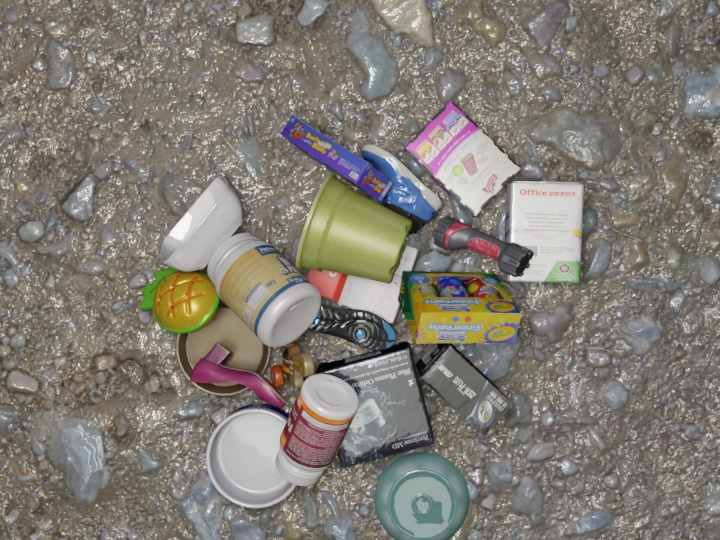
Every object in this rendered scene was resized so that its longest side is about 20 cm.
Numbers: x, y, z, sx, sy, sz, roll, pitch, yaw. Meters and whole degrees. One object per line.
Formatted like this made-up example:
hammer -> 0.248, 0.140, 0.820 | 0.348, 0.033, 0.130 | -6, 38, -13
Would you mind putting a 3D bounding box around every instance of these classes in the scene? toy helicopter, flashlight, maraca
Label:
toy helicopter -> -0.124, 0.169, 1.692 | 0.078, 0.200, 0.133 | -5, 91, -18
flashlight -> 0.237, -0.044, 1.699 | 0.200, 0.068, 0.068 | 30, 120, 34
maraca -> -0.364, 0.055, 1.723 | 0.199, 0.107, 0.137 | 24, 67, 36

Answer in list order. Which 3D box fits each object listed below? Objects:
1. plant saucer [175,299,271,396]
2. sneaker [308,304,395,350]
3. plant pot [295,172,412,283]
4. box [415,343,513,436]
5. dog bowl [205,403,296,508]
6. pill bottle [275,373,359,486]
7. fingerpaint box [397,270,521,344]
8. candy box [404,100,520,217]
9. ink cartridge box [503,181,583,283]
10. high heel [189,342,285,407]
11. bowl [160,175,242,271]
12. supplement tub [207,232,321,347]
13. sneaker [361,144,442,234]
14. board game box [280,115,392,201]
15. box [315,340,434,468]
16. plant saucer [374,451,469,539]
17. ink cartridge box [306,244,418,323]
plant saucer -> -0.283, 0.159, 1.778 | 0.199, 0.029, 0.201 | 0, 92, 0
sneaker -> -0.023, 0.107, 1.744 | 0.199, 0.082, 0.074 | 18, 90, 3
plant pot -> -0.004, -0.065, 1.669 | 0.183, 0.200, 0.201 | 20, 92, 5
box -> 0.198, 0.222, 1.684 | 0.164, 0.200, 0.086 | 43, 92, -1
dog bowl -> -0.211, 0.377, 1.756 | 0.199, 0.079, 0.201 | 0, 91, 1
pill bottle -> -0.087, 0.305, 1.626 | 0.114, 0.114, 0.201 | 24, 119, 0
fingerpaint box -> 0.189, 0.069, 1.672 | 0.199, 0.167, 0.074 | 1, 118, -11
candy box -> 0.206, -0.225, 1.743 | 0.200, 0.061, 0.136 | 45, 91, 0
ink cartridge box -> 0.367, -0.076, 1.731 | 0.144, 0.084, 0.201 | 2, 92, 1
high heel -> -0.246, 0.237, 1.725 | 0.200, 0.067, 0.096 | 34, 83, 20
bowl -> -0.305, -0.085, 1.698 | 0.075, 0.200, 0.200 | 39, 93, -19
supplement tub -> -0.187, 0.034, 1.648 | 0.200, 0.145, 0.145 | 42, 92, 27
sneaker -> 0.058, -0.158, 1.739 | 0.200, 0.077, 0.111 | 41, 82, -7
board game box -> -0.046, -0.217, 1.677 | 0.200, 0.134, 0.045 | 35, 93, 24
box -> 0.030, 0.268, 1.731 | 0.196, 0.117, 0.201 | -16, 92, 1
plant saucer -> 0.128, 0.479, 1.774 | 0.199, 0.036, 0.201 | 0, 92, 1
ink cartridge box -> 0.000, 0.000, 1.760 | 0.199, 0.057, 0.163 | 19, 92, -4
